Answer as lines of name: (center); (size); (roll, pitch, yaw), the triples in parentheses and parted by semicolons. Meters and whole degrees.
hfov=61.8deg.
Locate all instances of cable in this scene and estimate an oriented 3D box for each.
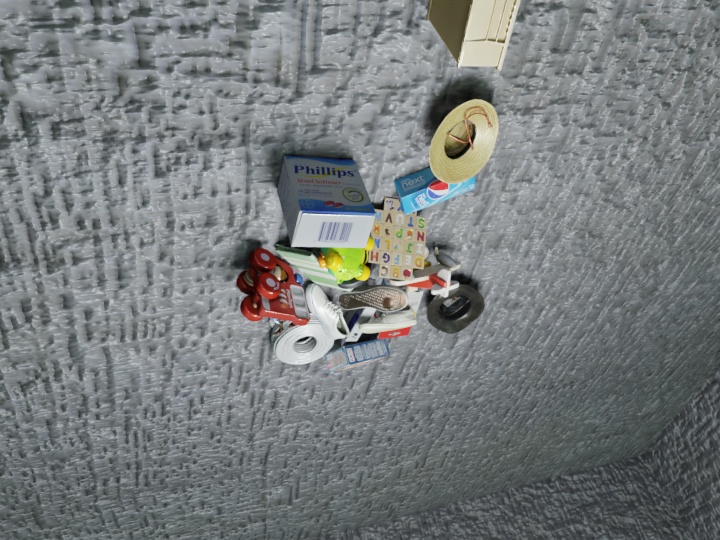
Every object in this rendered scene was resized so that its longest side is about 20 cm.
cable: (-0.171, 0.201, 1.806); (0.194, 0.070, 0.203); (-11, 138, -12)

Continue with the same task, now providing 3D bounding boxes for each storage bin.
storage bin: (0.209, -0.514, 1.113); (0.091, 0.203, 0.202); (-5, 137, -14)

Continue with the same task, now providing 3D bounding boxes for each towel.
towel: (-0.119, -0.005, 1.576); (0.200, 0.150, 0.024); (42, 69, -45)

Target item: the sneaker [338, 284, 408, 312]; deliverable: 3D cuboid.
sneaker: (0.041, 0.063, 1.635); (0.194, 0.085, 0.075); (1, 109, 18)

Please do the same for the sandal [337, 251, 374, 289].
sandal: (0.001, 0.000, 1.579); (0.074, 0.200, 0.044); (14, 122, 19)

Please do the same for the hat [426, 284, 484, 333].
hat: (0.286, 0.100, 1.887); (0.194, 0.082, 0.205); (-9, 129, -11)

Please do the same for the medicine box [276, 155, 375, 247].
medicine box: (-0.082, -0.156, 1.366); (0.177, 0.203, 0.104); (0, 136, -22)

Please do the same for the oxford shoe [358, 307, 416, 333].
oxford shoe: (0.076, 0.144, 1.741); (0.195, 0.060, 0.075); (-7, 171, -32)

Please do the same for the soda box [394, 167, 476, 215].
soda box: (0.188, -0.216, 1.517); (0.195, 0.069, 0.065); (-21, 140, 0)

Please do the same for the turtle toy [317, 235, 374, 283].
turtle toy: (-0.044, -0.068, 1.483); (0.099, 0.207, 0.144); (-1, 165, 41)

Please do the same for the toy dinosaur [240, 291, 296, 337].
toy dinosaur: (-0.251, 0.086, 1.650); (0.103, 0.200, 0.186); (-21, 99, 24)

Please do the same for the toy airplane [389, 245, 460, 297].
toy airplane: (0.179, -0.001, 1.658); (0.193, 0.200, 0.146); (-7, 97, 11)

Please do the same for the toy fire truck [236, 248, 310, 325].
toy fire truck: (-0.214, 0.044, 1.522); (0.165, 0.203, 0.113); (16, 130, -34)

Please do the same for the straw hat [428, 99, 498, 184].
straw hat: (0.225, -0.316, 1.416); (0.196, 0.085, 0.206); (-16, 130, -20)

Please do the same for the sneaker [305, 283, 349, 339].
sneaker: (-0.088, 0.115, 1.718); (0.069, 0.074, 0.202); (-5, 132, 31)

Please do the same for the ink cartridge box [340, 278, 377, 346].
ink cartridge box: (-0.004, 0.130, 1.776); (0.038, 0.101, 0.202); (17, 129, -19)

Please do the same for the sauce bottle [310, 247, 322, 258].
sauce bottle: (-0.057, -0.008, 1.640); (0.064, 0.066, 0.199); (-33, 140, 15)

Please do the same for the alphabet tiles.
alphabet tiles: (0.098, -0.080, 1.557); (0.162, 0.207, 0.006); (7, 175, -25)

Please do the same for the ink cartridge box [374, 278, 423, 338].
ink cartridge box: (0.110, 0.114, 1.834); (0.113, 0.068, 0.203); (-5, 135, -19)

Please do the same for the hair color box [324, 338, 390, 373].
hair color box: (-0.008, 0.265, 1.881); (0.197, 0.062, 0.099); (-4, 161, -47)
